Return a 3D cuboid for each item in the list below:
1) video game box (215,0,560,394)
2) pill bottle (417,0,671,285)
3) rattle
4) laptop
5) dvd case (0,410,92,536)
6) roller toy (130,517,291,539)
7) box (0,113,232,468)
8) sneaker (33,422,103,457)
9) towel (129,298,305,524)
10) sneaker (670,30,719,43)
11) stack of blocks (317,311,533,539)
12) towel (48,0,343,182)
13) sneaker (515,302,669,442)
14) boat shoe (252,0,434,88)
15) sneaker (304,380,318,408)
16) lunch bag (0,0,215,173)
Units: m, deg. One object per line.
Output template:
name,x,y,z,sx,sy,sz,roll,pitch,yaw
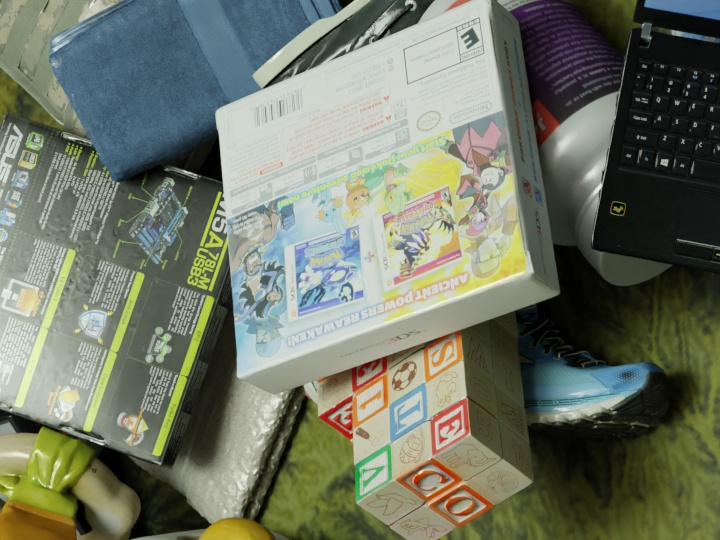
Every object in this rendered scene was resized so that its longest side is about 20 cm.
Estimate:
video game box,0.012,-0.042,1.288,0.199,0.047,0.183,-20,59,27
pill bottle,0.122,-0.086,1.330,0.112,0.111,0.200,-55,52,23
rattle,-0.249,0.209,1.523,0.200,0.130,0.143,-31,41,33
laptop,0.228,-0.093,1.182,0.176,0.103,0.201,11,93,4
dvd case,-0.247,0.196,1.618,0.142,0.018,0.201,-17,109,40
roller toy,-0.107,0.265,1.467,0.199,0.139,0.183,-19,77,38
box,-0.189,0.013,1.531,0.192,0.048,0.201,18,84,7
sneaker,-0.201,0.088,1.619,0.076,0.092,0.200,37,116,-1
towel,-0.091,0.075,1.558,0.132,0.034,0.201,33,106,41
sneaker,0.248,-0.175,1.250,0.200,0.078,0.090,-34,65,35
stack of blocks,0.035,0.065,1.323,0.115,0.059,0.201,-35,36,27
towel,-0.106,-0.149,1.504,0.112,0.199,0.049,65,172,-15
sneaker,0.102,0.056,1.355,0.199,0.078,0.090,3,83,43
boat shoe,0.025,-0.161,1.453,0.199,0.075,0.066,-35,91,7
sneaker,0.000,0.000,1.455,0.082,0.078,0.201,0,84,41
lunch bag,-0.159,-0.171,1.602,0.200,0.117,0.164,42,108,29
